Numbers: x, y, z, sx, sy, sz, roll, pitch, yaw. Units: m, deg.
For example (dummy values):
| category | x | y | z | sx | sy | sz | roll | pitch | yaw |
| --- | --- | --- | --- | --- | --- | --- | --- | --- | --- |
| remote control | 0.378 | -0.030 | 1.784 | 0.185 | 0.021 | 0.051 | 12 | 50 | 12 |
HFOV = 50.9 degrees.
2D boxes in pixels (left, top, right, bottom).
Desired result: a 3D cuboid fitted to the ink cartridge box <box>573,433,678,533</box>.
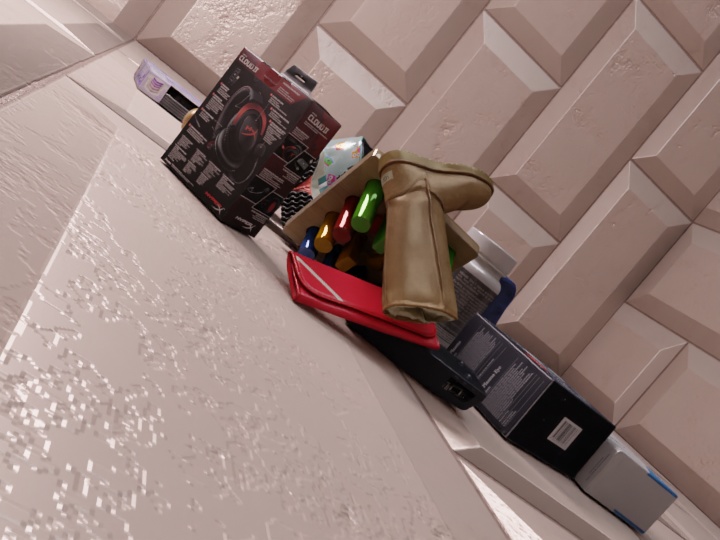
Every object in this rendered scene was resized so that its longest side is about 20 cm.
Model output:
| category | x | y | z | sx | sy | sz | roll | pitch | yaw |
| --- | --- | --- | --- | --- | --- | --- | --- | --- | --- |
| ink cartridge box | 0.377 | 0.298 | 1.198 | 0.144 | 0.085 | 0.200 | 38 | 7 | -20 |

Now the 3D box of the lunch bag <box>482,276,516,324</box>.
| category | x | y | z | sx | sy | sz | roll | pitch | yaw |
| --- | --- | --- | --- | --- | --- | --- | --- | --- | --- |
| lunch bag | 0.264 | 0.055 | 1.803 | 0.136 | 0.201 | 0.132 | 31 | 6 | -23 |

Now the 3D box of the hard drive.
| category | x | y | z | sx | sy | sz | roll | pitch | yaw |
| --- | --- | --- | --- | --- | --- | --- | --- | --- | --- |
| hard drive | 0.063 | 0.094 | 0.952 | 0.200 | 0.042 | 0.135 | 38 | 6 | -5 |

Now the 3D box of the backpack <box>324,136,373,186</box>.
| category | x | y | z | sx | sy | sz | roll | pitch | yaw |
| --- | --- | --- | --- | --- | --- | --- | --- | --- | --- |
| backpack | -0.030 | -0.134 | 1.294 | 0.152 | 0.177 | 0.200 | 1 | -12 | 4 |

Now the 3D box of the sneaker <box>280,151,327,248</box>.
| category | x | y | z | sx | sy | sz | roll | pitch | yaw |
| --- | --- | --- | --- | --- | --- | --- | --- | --- | --- |
| sneaker | -0.084 | -0.117 | 1.173 | 0.093 | 0.070 | 0.201 | 66 | 19 | -64 |

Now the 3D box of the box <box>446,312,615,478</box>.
| category | x | y | z | sx | sy | sz | roll | pitch | yaw |
| --- | --- | --- | --- | --- | --- | --- | --- | --- | --- |
| box | 0.242 | 0.183 | 1.116 | 0.200 | 0.104 | 0.182 | 35 | 5 | -39 |

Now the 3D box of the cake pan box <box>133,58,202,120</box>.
| category | x | y | z | sx | sy | sz | roll | pitch | yaw |
| --- | --- | --- | --- | --- | --- | --- | --- | --- | --- |
| cake pan box | -0.384 | -0.359 | 1.589 | 0.184 | 0.052 | 0.200 | 34 | 7 | -29 |

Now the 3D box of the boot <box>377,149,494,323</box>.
| category | x | y | z | sx | sy | sz | roll | pitch | yaw |
| --- | --- | --- | --- | --- | --- | --- | --- | --- | --- |
| boot | 0.094 | -0.032 | 0.907 | 0.174 | 0.066 | 0.201 | 9 | 62 | -25 |

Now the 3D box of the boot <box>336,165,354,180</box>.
| category | x | y | z | sx | sy | sz | roll | pitch | yaw |
| --- | --- | --- | --- | --- | --- | --- | --- | --- | --- |
| boot | 0.033 | -0.058 | 1.171 | 0.161 | 0.199 | 0.073 | 7 | 32 | 5 |

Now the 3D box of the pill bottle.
| category | x | y | z | sx | sy | sz | roll | pitch | yaw |
| --- | --- | --- | --- | --- | --- | --- | --- | --- | --- |
| pill bottle | 0.159 | 0.034 | 1.250 | 0.114 | 0.200 | 0.114 | 39 | 6 | -5 |

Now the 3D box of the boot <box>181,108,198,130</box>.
| category | x | y | z | sx | sy | sz | roll | pitch | yaw |
| --- | --- | --- | --- | --- | --- | --- | --- | --- | --- |
| boot | -0.193 | -0.187 | 1.263 | 0.166 | 0.073 | 0.200 | 31 | -6 | 24 |

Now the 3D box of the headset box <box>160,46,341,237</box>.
| category | x | y | z | sx | sy | sz | roll | pitch | yaw |
| --- | --- | --- | --- | --- | --- | --- | --- | --- | --- |
| headset box | -0.131 | -0.167 | 0.940 | 0.149 | 0.200 | 0.075 | 42 | 6 | 31 |

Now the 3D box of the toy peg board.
| category | x | y | z | sx | sy | sz | roll | pitch | yaw |
| --- | --- | --- | --- | --- | --- | --- | --- | --- | --- |
| toy peg board | 0.015 | -0.018 | 1.007 | 0.200 | 0.199 | 0.098 | 41 | 40 | -18 |

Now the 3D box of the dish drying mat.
| category | x | y | z | sx | sy | sz | roll | pitch | yaw |
| --- | --- | --- | --- | --- | --- | --- | --- | --- | --- |
| dish drying mat | 0.006 | 0.035 | 0.864 | 0.199 | 0.018 | 0.077 | 21 | 30 | -30 |
